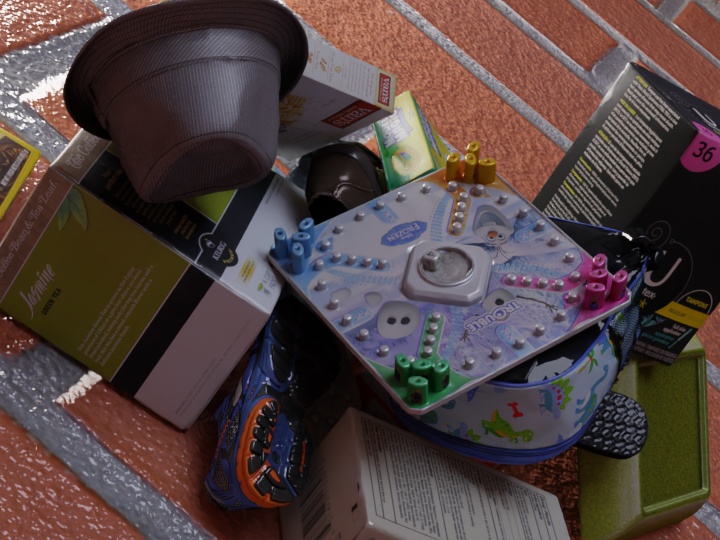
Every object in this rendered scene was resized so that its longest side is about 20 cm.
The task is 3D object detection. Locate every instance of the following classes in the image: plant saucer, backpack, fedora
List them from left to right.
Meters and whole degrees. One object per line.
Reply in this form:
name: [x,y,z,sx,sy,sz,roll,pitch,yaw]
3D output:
fedora: [-0.115,-0.105,1.106,0.175,0.200,0.091,-8,74,-19]
backpack: [0.114,0.059,1.217,0.181,0.148,0.200,15,40,23]
plant saucer: [0.269,0.146,1.456,0.199,0.047,0.203,-3,91,-52]

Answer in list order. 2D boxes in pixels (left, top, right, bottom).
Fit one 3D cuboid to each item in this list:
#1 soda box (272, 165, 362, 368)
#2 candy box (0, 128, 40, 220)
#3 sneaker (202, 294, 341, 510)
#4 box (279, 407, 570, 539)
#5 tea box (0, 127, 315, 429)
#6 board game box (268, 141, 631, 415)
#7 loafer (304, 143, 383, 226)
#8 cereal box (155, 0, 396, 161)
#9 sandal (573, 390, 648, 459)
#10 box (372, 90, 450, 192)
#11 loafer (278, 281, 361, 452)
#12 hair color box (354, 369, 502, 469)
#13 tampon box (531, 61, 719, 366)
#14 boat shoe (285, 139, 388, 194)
soda box: [-0.050,-0.004,1.413,0.200,0.069,0.063,48,29,16]
candy box: [-0.322,-0.067,1.231,0.101,0.027,0.201,29,29,-10]
sneaker: [-0.074,0.097,1.187,0.075,0.078,0.201,46,38,-24]
box: [0.051,0.210,1.169,0.199,0.109,0.128,26,28,-23]
tea box: [-0.159,-0.021,1.239,0.196,0.134,0.200,35,27,-7]
board game box: [0.063,-0.004,1.160,0.198,0.026,0.200,-25,48,-23]
loafer: [0.000,0.000,1.280,0.201,0.072,0.071,63,32,-21]
cereal box: [-0.090,-0.148,1.227,0.199,0.143,0.040,19,67,-34]
sandal: [0.150,0.116,1.348,0.198,0.045,0.076,21,67,-16]
box: [0.066,-0.063,1.349,0.200,0.048,0.118,50,17,-38]
loafer: [-0.044,0.089,1.286,0.069,0.070,0.202,17,50,-28]
hair color box: [0.070,0.128,1.364,0.111,0.064,0.199,46,30,18]
tampon box: [0.253,-0.047,1.377,0.149,0.201,0.127,19,25,-35]
boat shoe: [0.020,-0.046,1.372,0.199,0.091,0.071,20,22,-30]
